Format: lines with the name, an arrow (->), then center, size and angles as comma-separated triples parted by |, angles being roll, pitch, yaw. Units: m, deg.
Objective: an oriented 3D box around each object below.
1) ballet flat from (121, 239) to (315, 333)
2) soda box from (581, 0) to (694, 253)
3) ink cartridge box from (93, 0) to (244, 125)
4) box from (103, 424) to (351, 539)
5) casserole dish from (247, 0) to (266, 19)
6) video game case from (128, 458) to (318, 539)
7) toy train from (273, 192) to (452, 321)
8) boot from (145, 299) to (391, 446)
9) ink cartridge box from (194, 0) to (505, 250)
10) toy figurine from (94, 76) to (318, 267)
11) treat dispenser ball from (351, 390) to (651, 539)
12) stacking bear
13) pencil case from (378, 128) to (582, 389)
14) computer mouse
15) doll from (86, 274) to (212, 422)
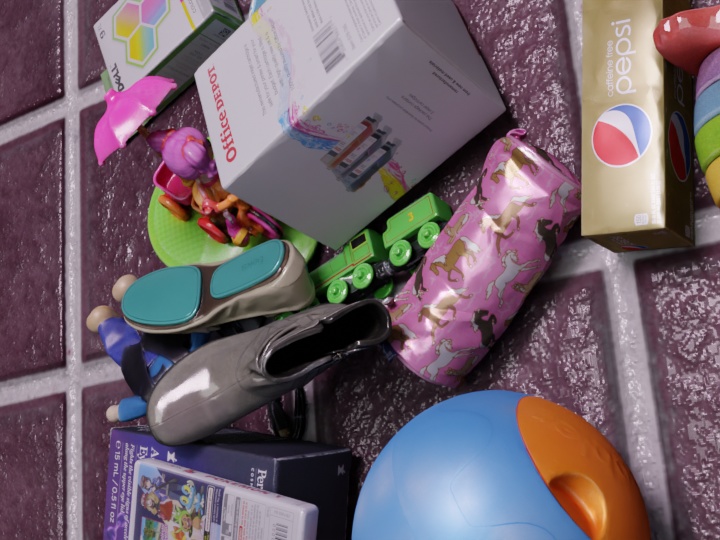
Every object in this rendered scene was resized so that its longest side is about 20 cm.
ballet flat -> -0.123, 0.026, 0.930 | 0.197, 0.069, 0.071 | -13, 73, 32
soda box -> 0.202, -0.120, 0.767 | 0.063, 0.067, 0.204 | -6, 77, 35
ink cartridge box -> -0.216, -0.235, 1.092 | 0.199, 0.059, 0.105 | -36, 62, 24
box -> -0.115, 0.214, 0.892 | 0.197, 0.104, 0.151 | 1, 87, 36
casserole dish -> -0.061, -0.241, 0.998 | 0.120, 0.039, 0.203 | 12, 86, 36
video game case -> -0.115, 0.263, 0.813 | 0.180, 0.023, 0.204 | 7, 93, 35
toy train -> 0.000, 0.000, 0.905 | 0.199, 0.042, 0.057 | -31, 54, 26
boot -> -0.077, 0.072, 0.808 | 0.198, 0.131, 0.068 | -27, 90, -11
ink cartridge box -> -0.014, -0.147, 0.865 | 0.199, 0.144, 0.147 | -37, 49, 23
toy figurine -> -0.149, -0.086, 0.919 | 0.199, 0.184, 0.151 | 30, 81, 29
treat dispenser ball -> 0.092, 0.183, 0.700 | 0.198, 0.200, 0.205 | -8, 76, 33
stacking bear -> 0.270, -0.068, 0.678 | 0.120, 0.113, 0.204 | -15, 70, 42
pencil case -> 0.093, -0.007, 0.815 | 0.201, 0.086, 0.083 | -55, 26, 13
computer mouse -> -0.102, 0.072, 0.964 | 0.058, 0.034, 0.202 | -41, 61, 20
doll -> -0.196, 0.084, 0.987 | 0.137, 0.048, 0.200 | -50, 42, -2
